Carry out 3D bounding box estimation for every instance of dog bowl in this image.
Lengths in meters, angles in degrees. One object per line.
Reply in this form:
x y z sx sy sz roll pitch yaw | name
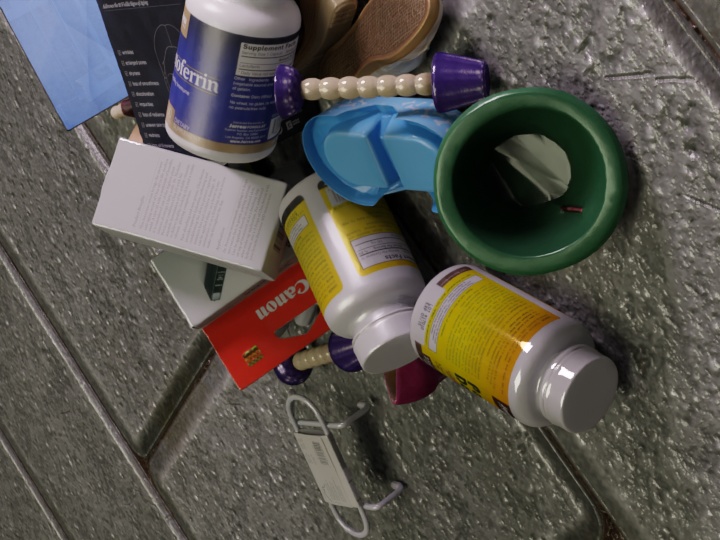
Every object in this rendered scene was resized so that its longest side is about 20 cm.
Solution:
0.035 -0.118 1.610 0.199 0.050 0.112 7 134 39 | dog bowl

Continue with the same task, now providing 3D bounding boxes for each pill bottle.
0.000 0.000 1.698 0.201 0.111 0.112 65 152 25 | pill bottle
0.147 0.078 1.577 0.200 0.109 0.110 30 137 42 | pill bottle
-0.121 -0.217 1.610 0.116 0.115 0.201 36 125 36 | pill bottle

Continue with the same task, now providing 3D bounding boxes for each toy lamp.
0.020 -0.172 1.535 0.198 0.058 0.059 -2 119 12 | toy lamp
-0.036 0.097 1.904 0.200 0.058 0.059 -24 93 61 | toy lamp

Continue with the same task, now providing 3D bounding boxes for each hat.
0.160 -0.093 1.520 0.199 0.176 0.167 -18 98 21 | hat

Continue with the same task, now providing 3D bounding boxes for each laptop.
-0.320 -0.302 1.979 0.188 0.116 0.200 61 149 2 | laptop

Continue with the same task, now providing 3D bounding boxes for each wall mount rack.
-0.035 0.218 1.992 0.173 0.074 0.201 1 119 52 | wall mount rack

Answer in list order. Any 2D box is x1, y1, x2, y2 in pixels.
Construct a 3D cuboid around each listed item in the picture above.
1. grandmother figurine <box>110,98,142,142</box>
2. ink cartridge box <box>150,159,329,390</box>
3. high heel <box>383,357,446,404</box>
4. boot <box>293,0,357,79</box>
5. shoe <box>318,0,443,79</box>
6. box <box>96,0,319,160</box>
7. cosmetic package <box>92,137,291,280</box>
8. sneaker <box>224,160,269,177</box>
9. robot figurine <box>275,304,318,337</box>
-0.250 -0.174 2.029 0.121 0.061 0.200 23 143 -11 | grandmother figurine
-0.104 0.006 1.825 0.174 0.199 0.044 56 -177 11 | ink cartridge box
0.021 0.048 1.756 0.201 0.096 0.067 57 149 10 | high heel
-0.068 -0.287 1.681 0.167 0.072 0.200 63 151 19 | boot
0.028 -0.222 1.592 0.200 0.053 0.070 -29 69 55 | shoe
-0.168 -0.233 1.797 0.199 0.124 0.198 9 122 53 | box
-0.177 -0.065 1.786 0.199 0.102 0.071 16 174 12 | cosmetic package
-0.178 -0.081 1.967 0.072 0.083 0.200 58 149 8 | sneaker
-0.127 0.012 1.933 0.168 0.113 0.201 19 140 0 | robot figurine
